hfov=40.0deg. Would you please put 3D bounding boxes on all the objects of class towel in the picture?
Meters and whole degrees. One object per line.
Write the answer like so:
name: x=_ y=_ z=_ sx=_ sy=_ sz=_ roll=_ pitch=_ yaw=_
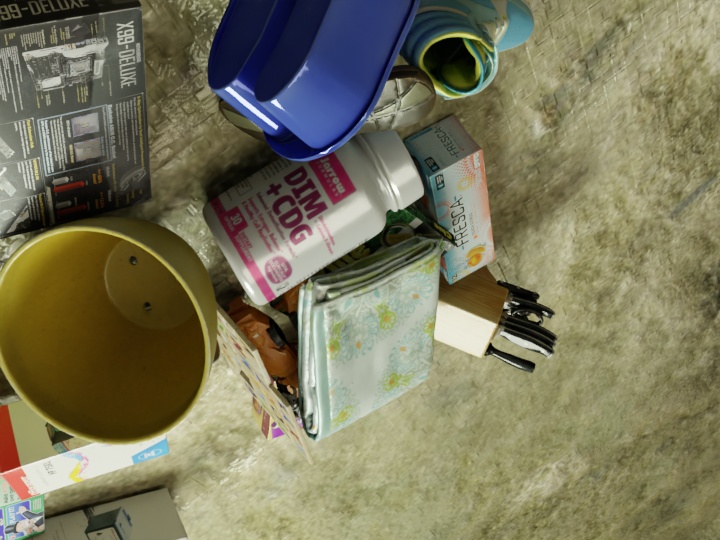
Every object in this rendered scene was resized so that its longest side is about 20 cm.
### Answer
towel: x=0.012 y=0.072 z=1.053 sx=0.169 sy=0.048 sz=0.203 roll=-22 pitch=131 yaw=-31

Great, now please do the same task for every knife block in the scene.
knife block: x=0.133 y=0.061 z=1.199 sx=0.197 sy=0.176 sz=0.065 roll=-10 pitch=138 yaw=-29

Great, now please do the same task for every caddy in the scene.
caddy: x=-0.031 y=-0.189 z=0.789 sx=0.104 sy=0.140 sz=0.203 roll=25 pitch=88 yaw=-46

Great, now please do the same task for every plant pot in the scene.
plant pot: x=-0.211 y=0.034 z=0.899 sx=0.201 sy=0.199 sz=0.142 roll=-50 pitch=-174 yaw=21

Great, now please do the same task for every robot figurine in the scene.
robot figurine: x=-0.056 y=0.086 z=1.110 sx=0.144 sy=0.059 sz=0.201 roll=-33 pitch=131 yaw=5

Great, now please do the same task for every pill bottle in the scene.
pill bottle: x=-0.045 y=-0.064 z=0.968 sx=0.198 sy=0.114 sz=0.114 roll=-32 pitch=145 yaw=-4

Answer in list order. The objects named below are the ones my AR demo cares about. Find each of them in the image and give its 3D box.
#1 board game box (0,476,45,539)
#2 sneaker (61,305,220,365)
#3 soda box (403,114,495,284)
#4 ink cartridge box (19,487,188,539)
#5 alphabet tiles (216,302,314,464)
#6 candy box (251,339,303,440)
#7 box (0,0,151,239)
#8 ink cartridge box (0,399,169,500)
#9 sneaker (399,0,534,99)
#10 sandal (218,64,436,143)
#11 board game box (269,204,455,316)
board game box: x=-0.420 y=0.246 z=1.097 sx=0.133 sy=0.029 sz=0.202 roll=-12 pitch=139 yaw=-28
sneaker: x=-0.241 y=0.081 z=1.033 sx=0.198 sy=0.074 sz=0.084 roll=9 pitch=150 yaw=-46
soda box: x=0.103 y=-0.075 z=1.115 sx=0.068 sy=0.064 sz=0.201 roll=-27 pitch=143 yaw=-8
ink cartridge box: x=-0.334 y=0.374 z=1.264 sx=0.197 sy=0.086 sz=0.148 roll=-10 pitch=139 yaw=-32
alphabet tiles: x=-0.117 y=0.107 z=1.061 sx=0.008 sy=0.167 sz=0.201 roll=-36 pitch=146 yaw=-15
candy box: x=-0.035 y=0.131 z=1.249 sx=0.197 sy=0.057 sz=0.118 roll=-16 pitch=140 yaw=-27
box: x=-0.250 y=-0.124 z=0.788 sx=0.156 sy=0.050 sz=0.202 roll=-18 pitch=141 yaw=-23
ink cartridge box: x=-0.297 y=0.168 z=0.989 sx=0.197 sy=0.068 sz=0.117 roll=-16 pitch=158 yaw=-14
sneaker: x=0.106 y=-0.205 z=0.910 sx=0.197 sy=0.131 sz=0.080 roll=-7 pitch=135 yaw=-33
sandal: x=-0.029 y=-0.157 z=0.880 sx=0.197 sy=0.055 sz=0.082 roll=-9 pitch=147 yaw=20
board game box: x=0.000 y=0.000 z=1.100 sx=0.104 sy=0.024 sz=0.199 roll=32 pitch=123 yaw=-31
